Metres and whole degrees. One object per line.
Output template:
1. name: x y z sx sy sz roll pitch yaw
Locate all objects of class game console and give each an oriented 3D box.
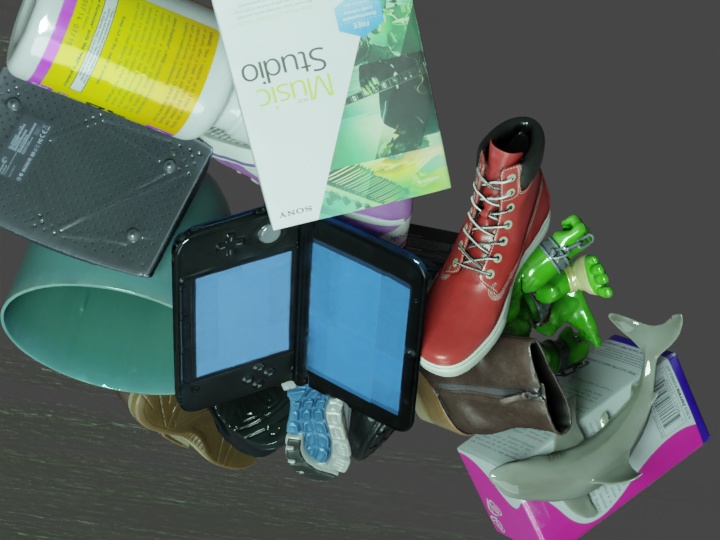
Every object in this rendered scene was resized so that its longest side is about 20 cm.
1. game console: -0.052 0.053 1.534 0.170 0.118 0.201 -17 136 -21

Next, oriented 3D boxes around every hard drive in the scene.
1. hard drive: -0.230 -0.076 1.557 0.199 0.135 0.042 21 163 15

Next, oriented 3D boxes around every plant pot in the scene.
1. plant pot: -0.195 -0.009 1.661 0.199 0.162 0.201 8 152 4

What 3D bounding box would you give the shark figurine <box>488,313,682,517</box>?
1. shark figurine: 0.227 0.145 1.677 0.128 0.215 0.089 47 170 -27

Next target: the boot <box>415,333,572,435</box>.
1. boot: 0.087 0.054 1.639 0.166 0.072 0.201 -1 122 46

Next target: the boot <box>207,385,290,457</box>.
1. boot: -0.105 0.135 1.888 0.200 0.076 0.168 43 168 36

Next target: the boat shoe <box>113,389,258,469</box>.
1. boat shoe: -0.183 0.154 2.035 0.072 0.072 0.200 21 176 45

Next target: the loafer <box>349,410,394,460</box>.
1. loafer: 0.015 0.103 1.803 0.070 0.068 0.201 37 140 16

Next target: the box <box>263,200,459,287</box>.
1. box: 0.000 0.000 1.751 0.199 0.040 0.137 11 148 -5

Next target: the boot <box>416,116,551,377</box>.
1. boot: 0.095 -0.024 1.544 0.072 0.201 0.145 20 152 18

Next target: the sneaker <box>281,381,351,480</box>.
1. sneaker: -0.035 0.092 1.734 0.075 0.087 0.201 7 132 -2

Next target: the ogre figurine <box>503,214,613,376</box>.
1. ogre figurine: 0.154 0.041 1.715 0.119 0.098 0.200 -26 165 -12

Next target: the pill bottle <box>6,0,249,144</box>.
1. pill bottle: -0.160 -0.164 1.460 0.199 0.105 0.104 20 147 -18

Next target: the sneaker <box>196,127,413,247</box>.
1. sneaker: -0.051 -0.065 1.561 0.200 0.073 0.115 20 134 24

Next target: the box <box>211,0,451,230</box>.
1. box: -0.020 -0.136 1.425 0.144 0.036 0.201 -14 122 1

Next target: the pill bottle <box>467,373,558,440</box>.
1. pill bottle: 0.158 0.156 1.903 0.106 0.107 0.200 2 148 11

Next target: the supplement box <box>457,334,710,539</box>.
1. supplement box: 0.207 0.160 1.774 0.103 0.200 0.102 17 136 61
